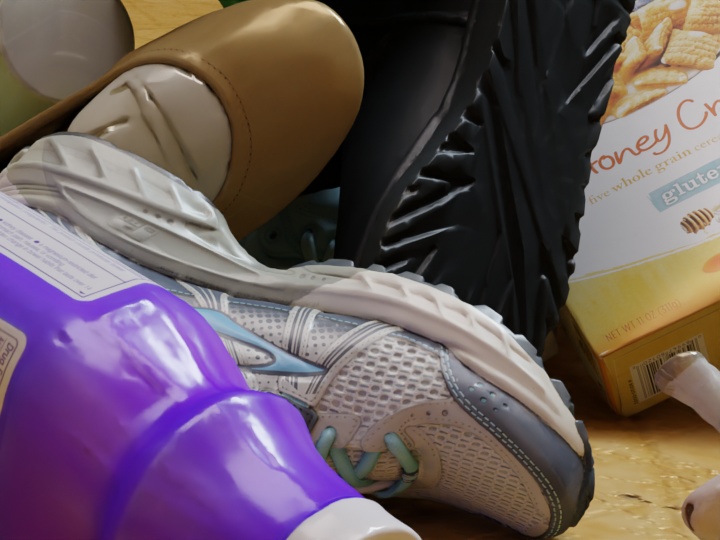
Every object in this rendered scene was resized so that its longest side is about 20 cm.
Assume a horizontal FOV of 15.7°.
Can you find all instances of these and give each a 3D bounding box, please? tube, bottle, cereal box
[{"bbox_3d":[-0.140,-0.053,0.965,0.058,0.052,0.200,-1,-15,-24],"label":"tube"},{"bbox_3d":[-0.069,0.040,0.643,0.199,0.084,0.065,28,33,37],"label":"bottle"},{"bbox_3d":[0.113,-0.052,0.945,0.143,0.040,0.200,-26,46,-3],"label":"cereal box"}]

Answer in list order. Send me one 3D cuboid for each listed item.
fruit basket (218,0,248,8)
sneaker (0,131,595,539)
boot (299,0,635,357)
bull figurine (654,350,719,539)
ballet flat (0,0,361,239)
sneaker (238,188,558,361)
[{"bbox_3d":[-0.022,-0.162,0.923,0.185,0.094,0.200,-35,19,-4],"label":"fruit basket"},{"bbox_3d":[-0.032,0.041,0.743,0.199,0.078,0.087,22,53,13],"label":"sneaker"},{"bbox_3d":[-0.001,-0.031,0.896,0.076,0.201,0.168,32,-23,-32],"label":"boot"},{"bbox_3d":[0.146,0.057,0.661,0.199,0.065,0.122,7,42,-30],"label":"bull figurine"},{"bbox_3d":[-0.087,-0.023,0.839,0.199,0.069,0.063,-28,-1,28],"label":"ballet flat"},{"bbox_3d":[0.000,0.000,0.979,0.082,0.074,0.200,-35,31,-12],"label":"sneaker"}]
